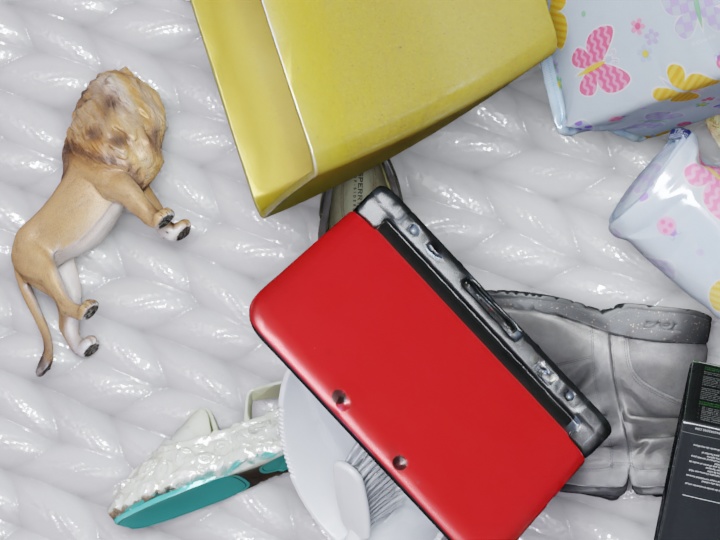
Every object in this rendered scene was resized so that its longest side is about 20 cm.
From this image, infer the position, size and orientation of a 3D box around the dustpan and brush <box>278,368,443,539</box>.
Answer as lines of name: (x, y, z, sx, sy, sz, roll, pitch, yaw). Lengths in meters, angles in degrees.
dustpan and brush: (0.001, 0.160, 1.158, 0.139, 0.200, 0.057, 30, 57, 26)

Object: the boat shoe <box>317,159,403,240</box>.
boat shoe: (0.000, 0.000, 1.192, 0.073, 0.065, 0.201, -10, 67, 2)

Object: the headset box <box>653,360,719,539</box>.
headset box: (0.266, 0.178, 1.103, 0.173, 0.093, 0.201, 11, 113, 11)

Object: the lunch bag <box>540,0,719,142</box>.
lunch bag: (0.186, -0.198, 1.105, 0.169, 0.127, 0.201, -18, 77, 40)

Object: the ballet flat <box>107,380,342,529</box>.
ballet flat: (-0.078, 0.116, 1.221, 0.199, 0.072, 0.072, -18, 81, 1)

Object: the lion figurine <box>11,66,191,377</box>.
lion figurine: (-0.193, -0.036, 1.251, 0.122, 0.072, 0.200, 44, 97, 19)

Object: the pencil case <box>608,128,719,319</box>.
pencil case: (0.252, 0.001, 1.147, 0.200, 0.091, 0.083, 42, 113, 2)

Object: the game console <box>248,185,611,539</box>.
game console: (0.039, 0.061, 1.075, 0.119, 0.172, 0.200, -43, 89, -4)

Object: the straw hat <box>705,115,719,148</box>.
straw hat: (0.314, -0.129, 1.130, 0.200, 0.085, 0.202, 0, 106, 0)

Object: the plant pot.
plant pot: (0.005, -0.164, 1.108, 0.176, 0.200, 0.201, -18, 88, -14)

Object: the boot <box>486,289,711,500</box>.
boot: (0.130, 0.083, 1.185, 0.199, 0.070, 0.132, 6, 90, 15)
